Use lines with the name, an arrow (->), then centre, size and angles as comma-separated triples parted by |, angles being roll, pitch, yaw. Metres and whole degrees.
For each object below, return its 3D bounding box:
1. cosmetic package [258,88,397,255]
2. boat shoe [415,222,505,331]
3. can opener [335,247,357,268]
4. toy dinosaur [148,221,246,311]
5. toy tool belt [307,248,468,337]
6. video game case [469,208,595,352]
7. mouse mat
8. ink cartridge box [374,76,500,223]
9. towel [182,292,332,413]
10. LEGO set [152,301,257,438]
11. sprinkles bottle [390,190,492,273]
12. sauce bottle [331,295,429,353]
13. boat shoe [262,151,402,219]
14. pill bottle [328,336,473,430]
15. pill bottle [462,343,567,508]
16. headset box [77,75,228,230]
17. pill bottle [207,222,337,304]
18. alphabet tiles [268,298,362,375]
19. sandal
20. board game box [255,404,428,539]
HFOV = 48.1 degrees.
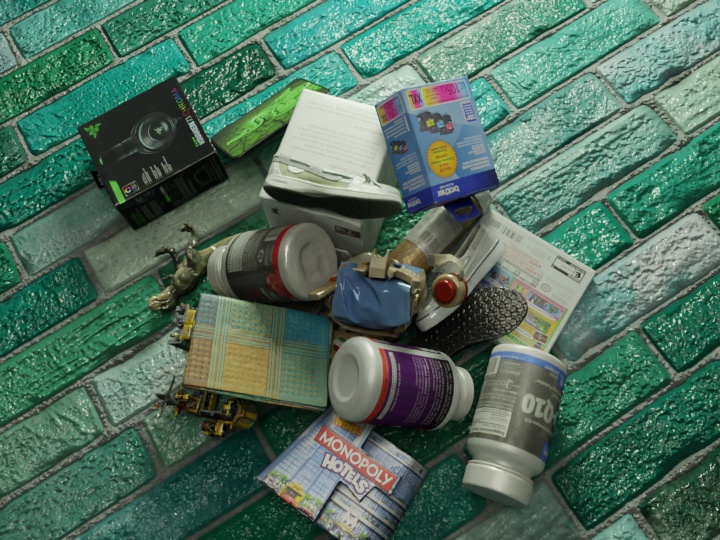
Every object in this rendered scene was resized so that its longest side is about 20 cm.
cosmetic package -> -0.039, -0.139, 1.258 | 0.162, 0.166, 0.203 | 16, 70, 11
boat shoe -> 0.136, 0.008, 1.201 | 0.066, 0.073, 0.200 | 48, 59, -5
can opener -> 0.000, 0.000, 1.227 | 0.196, 0.067, 0.054 | 15, 103, 14
toy dinosaur -> -0.275, -0.021, 1.294 | 0.200, 0.047, 0.088 | -43, 86, -13
toy tool belt -> 0.037, 0.032, 1.106 | 0.196, 0.122, 0.128 | 1, 95, 27
video game case -> 0.235, 0.025, 1.252 | 0.198, 0.022, 0.183 | 32, 74, 14
mouse mat -> -0.154, -0.257, 1.347 | 0.199, 0.008, 0.161 | -36, 31, -10
ink cartridge box -> 0.119, -0.169, 1.187 | 0.135, 0.076, 0.204 | -18, 92, -32
towel -> -0.138, 0.113, 1.123 | 0.196, 0.022, 0.149 | 11, 57, -10
LEGO set -> -0.217, 0.131, 1.166 | 0.152, 0.115, 0.204 | 5, 73, 40
sprinkles bottle -> 0.121, -0.061, 1.268 | 0.068, 0.068, 0.200 | 40, 76, 17
sauce bottle -> 0.019, 0.094, 1.216 | 0.197, 0.065, 0.065 | -28, 69, -7
boat shoe -> -0.036, -0.120, 1.123 | 0.198, 0.075, 0.066 | 10, 73, 14
pill bottle -> 0.060, 0.161, 1.122 | 0.197, 0.112, 0.115 | 14, 63, -33
pill bottle -> 0.213, 0.216, 1.127 | 0.112, 0.114, 0.203 | 16, 70, 10
headset box -> -0.349, -0.193, 1.340 | 0.198, 0.093, 0.176 | -29, 69, -6
pill bottle -> -0.138, -0.006, 1.203 | 0.198, 0.110, 0.113 | -6, 62, 42
alphabet tiles -> -0.088, 0.080, 1.217 | 0.198, 0.008, 0.168 | 25, 66, 36
sandal -> 0.158, 0.084, 1.205 | 0.198, 0.048, 0.076 | -29, 76, 17
board game box -> -0.011, 0.271, 1.149 | 0.198, 0.062, 0.201 | 30, 74, 15
